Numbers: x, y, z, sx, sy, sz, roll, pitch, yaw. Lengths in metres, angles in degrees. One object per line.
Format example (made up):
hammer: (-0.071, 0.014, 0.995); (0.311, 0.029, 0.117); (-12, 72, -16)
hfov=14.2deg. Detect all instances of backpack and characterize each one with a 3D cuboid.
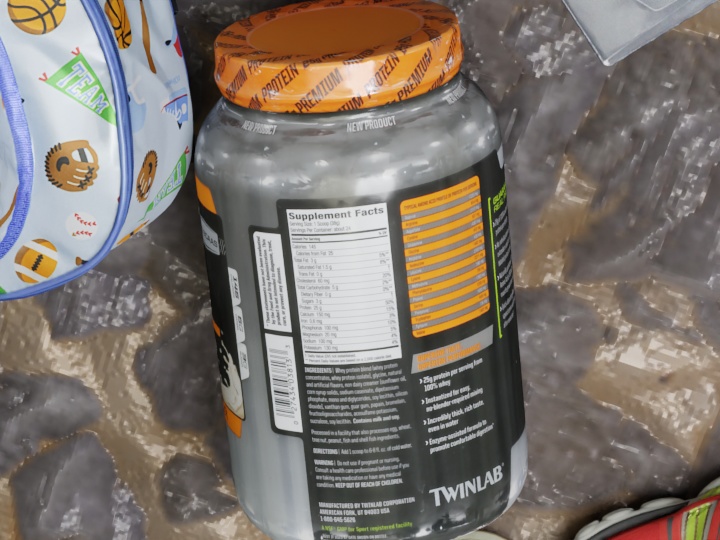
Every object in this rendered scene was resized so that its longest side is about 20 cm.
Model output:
backpack: (-0.166, -0.068, 1.115); (0.190, 0.154, 0.201); (-12, 109, 16)

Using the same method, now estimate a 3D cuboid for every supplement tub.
supplement tub: (0.000, 0.000, 1.141); (0.122, 0.123, 0.201); (-3, 110, 8)

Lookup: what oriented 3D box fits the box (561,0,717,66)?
box: (0.102, -0.173, 1.019); (0.106, 0.200, 0.122); (-31, 104, 18)

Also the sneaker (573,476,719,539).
sneaker: (0.145, 0.128, 1.180); (0.200, 0.085, 0.077); (-33, 101, 9)

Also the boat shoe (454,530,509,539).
boat shoe: (0.056, 0.212, 1.244); (0.072, 0.065, 0.201); (-1, 110, 10)
